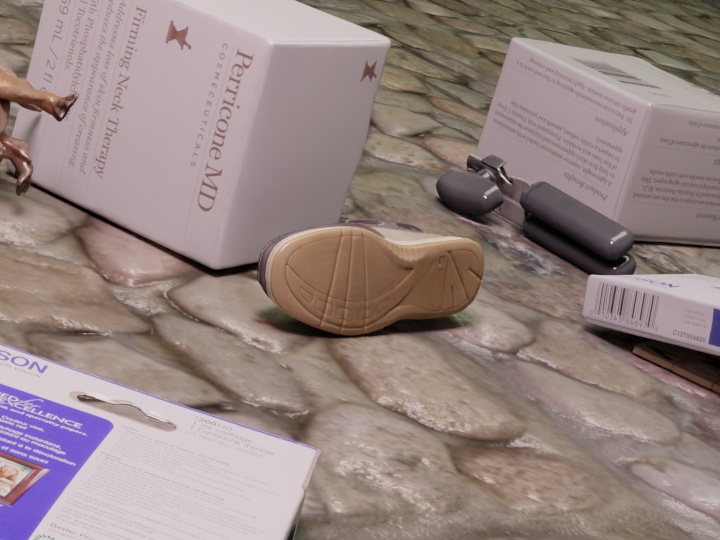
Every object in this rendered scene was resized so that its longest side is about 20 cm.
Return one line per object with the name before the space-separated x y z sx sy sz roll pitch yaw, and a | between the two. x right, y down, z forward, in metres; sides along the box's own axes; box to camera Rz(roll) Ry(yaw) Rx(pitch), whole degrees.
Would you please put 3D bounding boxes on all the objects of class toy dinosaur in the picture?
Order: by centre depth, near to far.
toy dinosaur | -0.275 -0.106 1.226 0.135 0.086 0.200 34 36 2

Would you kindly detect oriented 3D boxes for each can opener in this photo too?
can opener | 0.145 -0.040 1.594 0.067 0.054 0.200 -31 42 -24

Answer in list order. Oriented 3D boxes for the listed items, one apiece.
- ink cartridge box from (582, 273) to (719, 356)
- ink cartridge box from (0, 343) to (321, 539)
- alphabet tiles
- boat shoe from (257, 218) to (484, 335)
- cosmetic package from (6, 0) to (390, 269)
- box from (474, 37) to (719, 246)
ink cartridge box | 0.303 0.036 1.401 0.198 0.041 0.199 14 9 43
ink cartridge box | -0.127 0.104 0.843 0.196 0.044 0.200 18 19 3
alphabet tiles | 0.291 0.066 1.446 0.166 0.008 0.199 26 18 26
boat shoe | 0.000 0.000 1.269 0.199 0.073 0.064 -4 14 -45
cosmetic package | -0.116 -0.121 1.353 0.199 0.169 0.166 24 18 26
box | 0.254 -0.122 1.793 0.199 0.132 0.199 3 22 -41
